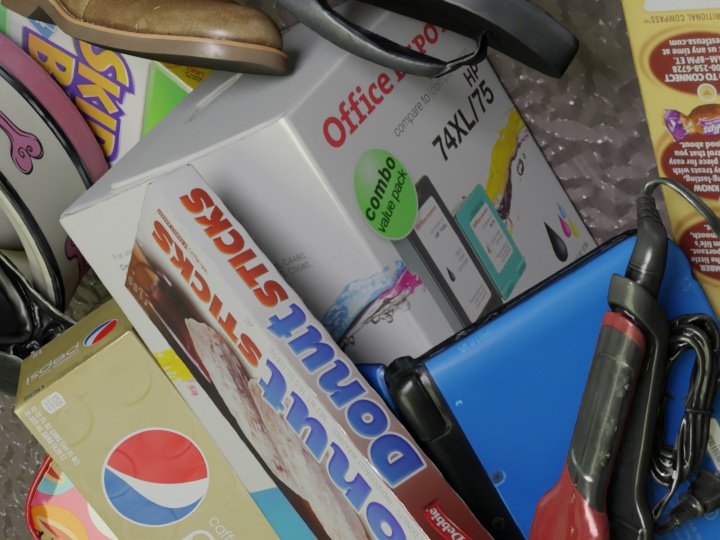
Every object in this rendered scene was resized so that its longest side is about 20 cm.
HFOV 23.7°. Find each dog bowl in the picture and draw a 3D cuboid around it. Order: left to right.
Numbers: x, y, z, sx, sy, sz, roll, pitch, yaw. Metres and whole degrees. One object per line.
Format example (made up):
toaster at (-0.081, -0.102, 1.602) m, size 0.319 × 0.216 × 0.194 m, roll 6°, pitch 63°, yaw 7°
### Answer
dog bowl at (-0.215, -0.057, 0.904) m, size 0.199 × 0.074 × 0.201 m, roll 27°, pitch 146°, yaw 20°

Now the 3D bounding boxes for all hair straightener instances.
hair straightener at (0.099, 0.067, 0.615) m, size 0.041 × 0.077 × 0.202 m, roll 17°, pitch 101°, yaw 50°

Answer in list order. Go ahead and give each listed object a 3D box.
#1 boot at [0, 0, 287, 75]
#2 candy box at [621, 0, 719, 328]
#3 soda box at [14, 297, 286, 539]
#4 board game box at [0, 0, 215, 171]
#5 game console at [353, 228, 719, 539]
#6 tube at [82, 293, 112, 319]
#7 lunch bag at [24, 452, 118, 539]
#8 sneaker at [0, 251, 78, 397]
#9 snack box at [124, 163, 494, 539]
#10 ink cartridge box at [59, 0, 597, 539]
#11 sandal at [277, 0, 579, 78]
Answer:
boot at (-0.095, -0.132, 0.749) m, size 0.200 × 0.073 × 0.076 m, roll 28°, pitch 103°, yaw 48°
candy box at (0.147, -0.085, 0.630) m, size 0.056 × 0.117 × 0.201 m, roll 1°, pitch 123°, yaw 34°
soda box at (-0.078, 0.111, 0.822) m, size 0.068 × 0.064 × 0.201 m, roll -34°, pitch 109°, yaw 4°
board game box at (-0.156, -0.115, 0.879) m, size 0.199 × 0.030 × 0.096 m, roll 36°, pitch 136°, yaw 1°
game console at (0.074, 0.094, 0.690) m, size 0.201 × 0.170 × 0.118 m, roll 60°, pitch 177°, yaw -18°
tube at (-0.080, 0.092, 0.974) m, size 0.200 × 0.052 × 0.058 m, roll 38°, pitch 174°, yaw -3°
lunch bag at (-0.061, 0.107, 0.910) m, size 0.199 × 0.082 × 0.177 m, roll 32°, pitch 109°, yaw -3°
sneaker at (-0.217, 0.003, 0.858) m, size 0.200 × 0.060 × 0.104 m, roll 41°, pitch 151°, yaw -13°
snack box at (-0.020, 0.055, 0.640) m, size 0.200 × 0.024 × 0.072 m, roll 51°, pitch 148°, yaw 18°
ink cartridge box at (0.000, 0.000, 0.773) m, size 0.145 × 0.147 × 0.201 m, roll -19°, pitch 112°, yaw 40°
sandal at (-0.011, -0.108, 0.674) m, size 0.199 × 0.076 × 0.043 m, roll 20°, pitch 91°, yaw 11°
